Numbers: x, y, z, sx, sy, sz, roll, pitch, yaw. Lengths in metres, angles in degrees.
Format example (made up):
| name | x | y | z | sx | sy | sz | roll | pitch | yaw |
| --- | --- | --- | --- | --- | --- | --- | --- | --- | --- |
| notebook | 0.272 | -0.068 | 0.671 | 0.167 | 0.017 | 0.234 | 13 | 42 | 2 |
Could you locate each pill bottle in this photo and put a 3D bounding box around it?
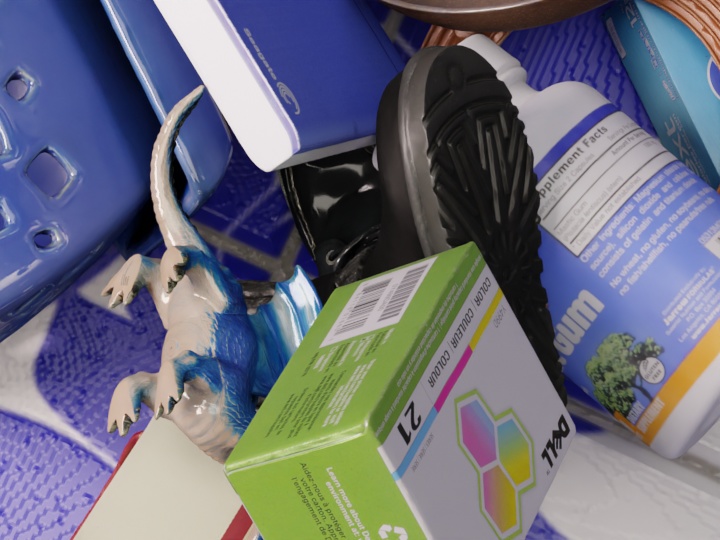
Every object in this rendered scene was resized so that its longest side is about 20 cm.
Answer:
| name | x | y | z | sx | sy | sz | roll | pitch | yaw |
| --- | --- | --- | --- | --- | --- | --- | --- | --- | --- |
| pill bottle | 0.105 | -0.016 | 1.398 | 0.200 | 0.112 | 0.112 | 40 | 78 | 11 |

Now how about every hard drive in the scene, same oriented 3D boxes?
| name | x | y | z | sx | sy | sz | roll | pitch | yaw |
| --- | --- | --- | --- | --- | --- | --- | --- | --- | --- |
| hard drive | -0.037 | -0.114 | 1.381 | 0.025 | 0.200 | 0.132 | -33 | 86 | 19 |

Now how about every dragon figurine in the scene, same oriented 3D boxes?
| name | x | y | z | sx | sy | sz | roll | pitch | yaw |
| --- | --- | --- | --- | --- | --- | --- | --- | --- | --- |
| dragon figurine | -0.054 | 0.029 | 1.288 | 0.099 | 0.059 | 0.201 | 16 | 60 | -39 |

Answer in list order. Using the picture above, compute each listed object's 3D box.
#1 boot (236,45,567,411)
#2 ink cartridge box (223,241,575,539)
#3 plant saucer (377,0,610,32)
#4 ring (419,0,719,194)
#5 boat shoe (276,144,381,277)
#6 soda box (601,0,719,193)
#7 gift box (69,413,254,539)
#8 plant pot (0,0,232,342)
| name | x | y | z | sx | sy | sz | roll | pitch | yaw |
| --- | --- | --- | --- | --- | --- | --- | --- | --- | --- |
| boot | -0.001 | 0.002 | 1.353 | 0.157 | 0.079 | 0.212 | 3 | 113 | 32 |
| ink cartridge box | 0.042 | 0.114 | 1.256 | 0.075 | 0.148 | 0.201 | -19 | 112 | 30 |
| plant saucer | 0.084 | -0.178 | 1.455 | 0.200 | 0.200 | 0.035 | -32 | 130 | -11 |
| ring | 0.116 | -0.070 | 1.460 | 0.199 | 0.019 | 0.202 | 1 | 94 | 16 |
| boat shoe | 0.019 | 0.005 | 1.448 | 0.074 | 0.066 | 0.200 | -27 | 88 | 10 |
| soda box | 0.197 | -0.058 | 1.490 | 0.068 | 0.064 | 0.201 | -24 | 86 | -11 |
| gift box | -0.071 | 0.198 | 1.342 | 0.199 | 0.185 | 0.187 | 32 | 68 | 4 |
| plant pot | -0.178 | -0.070 | 1.377 | 0.179 | 0.200 | 0.201 | -26 | 87 | -18 |
